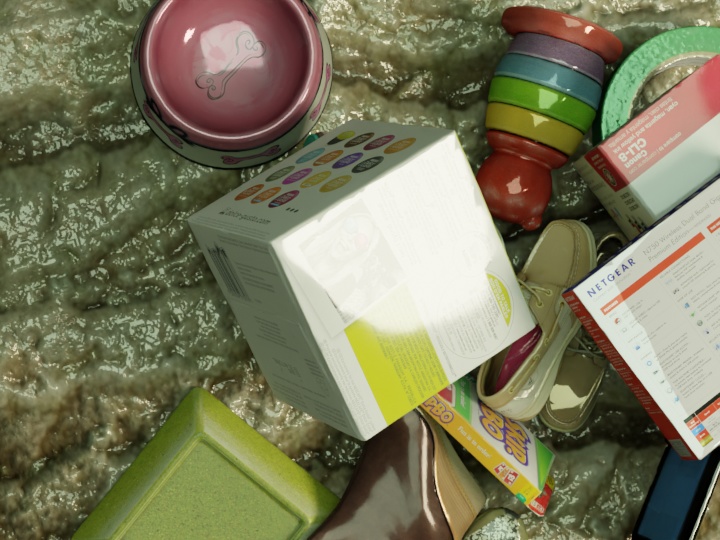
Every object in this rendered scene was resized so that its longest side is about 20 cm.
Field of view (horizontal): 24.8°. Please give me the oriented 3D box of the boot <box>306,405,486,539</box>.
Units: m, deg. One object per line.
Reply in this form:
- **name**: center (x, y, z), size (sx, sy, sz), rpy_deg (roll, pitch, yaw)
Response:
- **boot**: center (0.011, 0.202, 1.545), size (0.166, 0.072, 0.200), rpy_deg (-39, 97, -18)

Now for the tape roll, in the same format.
- **tape roll**: center (0.330, -0.137, 1.608), size (0.200, 0.048, 0.201), rpy_deg (0, 87, -3)

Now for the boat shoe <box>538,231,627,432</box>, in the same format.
- **boat shoe**: center (0.216, 0.058, 1.580), size (0.072, 0.065, 0.201), rpy_deg (18, 86, -2)

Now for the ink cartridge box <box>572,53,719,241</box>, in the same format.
- **ink cartridge box**: center (0.320, -0.068, 1.506), size (0.145, 0.145, 0.200), rpy_deg (-38, 89, -4)

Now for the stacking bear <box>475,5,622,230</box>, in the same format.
- **stacking bear**: center (0.167, -0.142, 1.573), size (0.121, 0.114, 0.201), rpy_deg (18, 90, -2)

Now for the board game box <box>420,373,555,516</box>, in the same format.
- **board game box**: center (0.113, 0.144, 1.555), size (0.200, 0.096, 0.030), rpy_deg (46, 111, -1)

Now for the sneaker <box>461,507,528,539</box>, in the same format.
- **sneaker**: center (0.104, 0.319, 1.545), size (0.077, 0.089, 0.200), rpy_deg (27, 85, -1)

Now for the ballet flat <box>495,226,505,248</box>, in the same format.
- **ballet flat**: center (0.091, -0.042, 1.588), size (0.075, 0.068, 0.200), rpy_deg (-35, 95, -26)

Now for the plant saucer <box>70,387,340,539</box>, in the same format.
- **plant saucer**: center (-0.142, 0.247, 1.558), size (0.200, 0.048, 0.200), rpy_deg (39, 85, 0)

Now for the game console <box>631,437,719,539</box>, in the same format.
- **game console**: center (0.267, 0.159, 1.508), size (0.116, 0.200, 0.176), rpy_deg (-34, 89, -5)

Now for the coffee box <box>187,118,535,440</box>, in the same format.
- **coffee box**: center (0.000, 0.000, 1.456), size (0.198, 0.200, 0.200), rpy_deg (-32, 111, -19)

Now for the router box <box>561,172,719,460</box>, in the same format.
- **router box**: center (0.305, 0.031, 1.396), size (0.200, 0.049, 0.180), rpy_deg (-36, 88, -8)

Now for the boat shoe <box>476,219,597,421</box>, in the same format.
- **boat shoe**: center (0.164, 0.042, 1.544), size (0.074, 0.069, 0.201), rpy_deg (14, 84, 43)

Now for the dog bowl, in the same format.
- **dog bowl**: center (-0.124, -0.201, 1.575), size (0.199, 0.074, 0.201), rpy_deg (0, 87, -3)

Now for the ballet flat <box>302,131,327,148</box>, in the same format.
- **ballet flat**: center (-0.039, -0.031, 1.578), size (0.071, 0.069, 0.201), rpy_deg (13, 90, -20)
